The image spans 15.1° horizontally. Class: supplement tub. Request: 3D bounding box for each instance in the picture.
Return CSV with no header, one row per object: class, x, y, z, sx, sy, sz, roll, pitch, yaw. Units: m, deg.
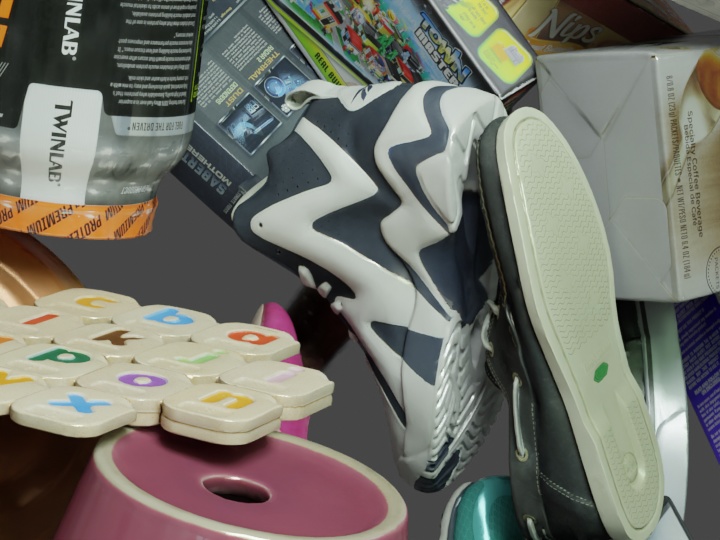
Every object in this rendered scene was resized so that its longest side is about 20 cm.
supplement tub,-0.129,-0.121,1.228,0.122,0.122,0.202,4,100,-21

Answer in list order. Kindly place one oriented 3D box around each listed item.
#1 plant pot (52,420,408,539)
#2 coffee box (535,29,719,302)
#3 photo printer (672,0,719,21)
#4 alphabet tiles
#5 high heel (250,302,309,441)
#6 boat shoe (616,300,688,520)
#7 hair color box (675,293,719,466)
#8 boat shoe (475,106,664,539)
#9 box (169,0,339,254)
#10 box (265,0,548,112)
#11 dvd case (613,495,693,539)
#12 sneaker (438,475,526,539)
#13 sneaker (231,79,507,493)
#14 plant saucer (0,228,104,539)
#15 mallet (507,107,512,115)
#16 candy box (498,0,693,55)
plant pot,-0.061,0.165,1.076,0.198,0.180,0.200,12,15,-3
coffee box,0.182,-0.057,1.284,0.199,0.079,0.115,-13,100,-42
photo printer,0.146,-0.172,1.247,0.165,0.070,0.200,21,17,-17
alphabet tiles,-0.117,0.039,1.136,0.199,0.015,0.195,11,14,22
high heel,-0.014,0.115,1.239,0.095,0.067,0.202,3,77,-10
boat shoe,0.121,0.040,1.330,0.067,0.074,0.201,-5,85,-1
hair color box,0.222,0.043,1.381,0.109,0.065,0.201,-12,71,-30
boat shoe,0.079,0.028,1.211,0.072,0.067,0.202,-28,108,-52
box,-0.043,-0.128,1.365,0.158,0.051,0.200,41,56,0
box,-0.003,-0.145,1.294,0.035,0.110,0.201,-31,83,-34
dvd case,0.157,0.217,1.225,0.201,0.017,0.143,60,34,-6
sneaker,0.094,0.183,1.242,0.077,0.080,0.201,-7,66,-26
sneaker,0.000,0.000,1.265,0.129,0.200,0.079,16,36,30
plant saucer,-0.198,0.049,1.214,0.199,0.037,0.202,10,60,-18
mallet,0.069,-0.042,1.360,0.041,0.066,0.201,1,59,3
candy box,0.076,-0.172,1.367,0.115,0.055,0.200,24,25,-42
